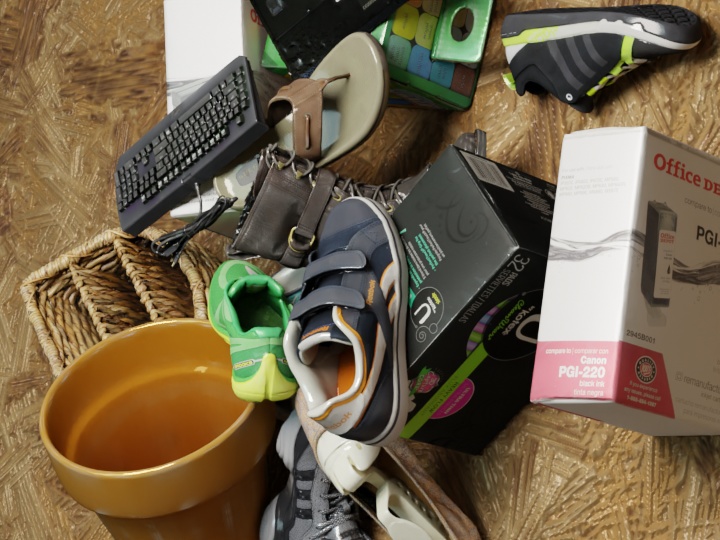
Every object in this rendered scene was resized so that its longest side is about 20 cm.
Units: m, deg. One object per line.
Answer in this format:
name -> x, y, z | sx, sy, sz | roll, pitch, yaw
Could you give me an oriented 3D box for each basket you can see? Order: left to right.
basket -> -0.206, 0.046, 1.884 | 0.143, 0.148, 0.201 | -50, 45, 23

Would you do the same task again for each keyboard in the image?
keyboard -> -0.147, -0.086, 1.718 | 0.200, 0.020, 0.128 | -36, 61, 39

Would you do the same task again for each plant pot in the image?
plant pot -> -0.158, 0.175, 1.739 | 0.198, 0.184, 0.201 | -10, 36, 7

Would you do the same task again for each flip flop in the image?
flip flop -> -0.055, -0.122, 1.671 | 0.199, 0.057, 0.082 | -36, 68, 23

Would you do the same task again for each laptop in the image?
laptop -> -0.017, -0.293, 1.717 | 0.177, 0.103, 0.201 | -35, 80, 34

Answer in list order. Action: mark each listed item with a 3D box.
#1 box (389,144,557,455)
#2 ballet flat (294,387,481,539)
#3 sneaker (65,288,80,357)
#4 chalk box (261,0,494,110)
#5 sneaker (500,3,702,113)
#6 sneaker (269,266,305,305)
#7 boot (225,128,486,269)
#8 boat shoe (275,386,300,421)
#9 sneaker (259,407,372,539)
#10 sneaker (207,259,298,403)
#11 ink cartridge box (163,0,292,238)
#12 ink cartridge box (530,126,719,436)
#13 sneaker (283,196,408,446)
box -> 0.082, 0.027, 1.582 | 0.200, 0.148, 0.125 | -50, 48, 23
ballet flat -> 0.018, 0.168, 1.584 | 0.200, 0.067, 0.068 | 43, 117, 1
sneaker -> -0.274, 0.088, 2.003 | 0.091, 0.075, 0.201 | -54, 42, 30
chalk box -> 0.030, -0.216, 1.739 | 0.199, 0.123, 0.126 | 7, 82, 48
sneaker -> 0.195, -0.169, 1.607 | 0.199, 0.071, 0.084 | 7, 106, 49
sneaker -> 0.000, 0.000, 1.752 | 0.200, 0.077, 0.080 | -38, 80, 28
boot -> -0.004, -0.060, 1.645 | 0.201, 0.173, 0.069 | -59, 13, 24
boat shoe -> -0.034, 0.106, 1.738 | 0.199, 0.069, 0.072 | -5, 72, 46
sneaker -> -0.019, 0.194, 1.669 | 0.114, 0.075, 0.201 | 47, 135, 37
sneaker -> -0.083, 0.035, 1.669 | 0.200, 0.073, 0.084 | -117, 29, -61
ink cartridge box -> -0.111, -0.140, 1.815 | 0.083, 0.144, 0.202 | -6, 81, 19
ink cartridge box -> 0.210, 0.010, 1.453 | 0.084, 0.145, 0.202 | -5, 74, 47
sneaker -> -0.011, 0.029, 1.513 | 0.078, 0.079, 0.202 | -28, 58, 38
